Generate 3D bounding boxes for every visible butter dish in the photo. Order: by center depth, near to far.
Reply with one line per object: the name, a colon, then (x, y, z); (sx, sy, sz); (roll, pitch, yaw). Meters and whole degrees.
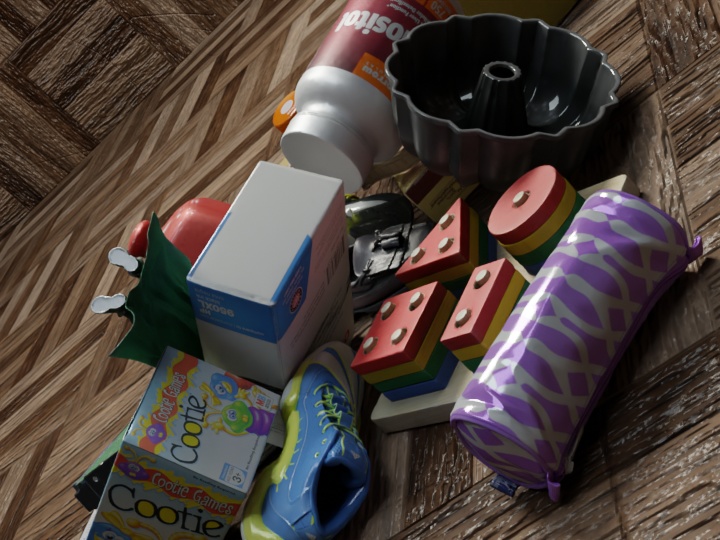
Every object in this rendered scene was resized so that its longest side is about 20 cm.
butter dish: (-0.187, -0.007, 1.356); (0.202, 0.146, 0.199); (-64, -1, 7)

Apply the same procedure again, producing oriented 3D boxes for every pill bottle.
pill bottle: (0.010, -0.175, 1.130); (0.112, 0.113, 0.202); (-13, 43, 57)

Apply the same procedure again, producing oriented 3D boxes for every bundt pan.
bundt pan: (0.117, -0.136, 1.040); (0.203, 0.198, 0.077); (-74, -10, -50)

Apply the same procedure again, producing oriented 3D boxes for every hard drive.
hard drive: (-0.183, 0.144, 1.190); (0.199, 0.038, 0.140); (-37, 8, 29)

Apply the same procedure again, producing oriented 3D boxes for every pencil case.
pencil case: (0.136, 0.044, 0.784); (0.085, 0.084, 0.201); (22, 70, 31)

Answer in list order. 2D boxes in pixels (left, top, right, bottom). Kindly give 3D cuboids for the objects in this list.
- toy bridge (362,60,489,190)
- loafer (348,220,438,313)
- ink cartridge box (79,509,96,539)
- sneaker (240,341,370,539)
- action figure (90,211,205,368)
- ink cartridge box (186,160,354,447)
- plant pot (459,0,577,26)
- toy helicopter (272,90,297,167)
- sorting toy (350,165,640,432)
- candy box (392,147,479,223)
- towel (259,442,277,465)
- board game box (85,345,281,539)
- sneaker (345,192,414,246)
toy bridge: (0.062, -0.136, 1.178); (0.199, 0.027, 0.068); (-36, 26, 35)
loafer: (0.000, 0.000, 1.167); (0.199, 0.063, 0.072); (-30, 27, 41)
ink cartridge box: (-0.254, 0.307, 1.142); (0.119, 0.042, 0.202); (-25, 35, 57)
sneaker: (-0.018, 0.136, 0.953); (0.104, 0.075, 0.202); (-22, 39, 45)
action figure: (-0.154, 0.047, 1.032); (0.054, 0.200, 0.120); (10, 70, 24)
ink cartridge box: (-0.070, 0.034, 1.054); (0.083, 0.202, 0.146); (15, 50, 17)
plant pot: (0.111, -0.335, 1.353); (0.196, 0.200, 0.194); (-50, 20, -5)
toy helicopter: (-0.047, -0.089, 1.207); (0.131, 0.079, 0.202); (-4, 56, 51)
sorting toy: (0.093, 0.012, 0.943); (0.199, 0.069, 0.200); (-22, 33, 52)
candy box: (0.082, -0.132, 1.250); (0.116, 0.055, 0.200); (-46, 21, 9)
towel: (-0.139, 0.168, 1.211); (0.193, 0.034, 0.201); (-45, 22, 18)
board game box: (-0.151, 0.178, 0.997); (0.106, 0.102, 0.201); (-72, 6, -48)
sneaker: (-0.013, -0.050, 1.259); (0.199, 0.074, 0.085); (-24, 36, 49)
